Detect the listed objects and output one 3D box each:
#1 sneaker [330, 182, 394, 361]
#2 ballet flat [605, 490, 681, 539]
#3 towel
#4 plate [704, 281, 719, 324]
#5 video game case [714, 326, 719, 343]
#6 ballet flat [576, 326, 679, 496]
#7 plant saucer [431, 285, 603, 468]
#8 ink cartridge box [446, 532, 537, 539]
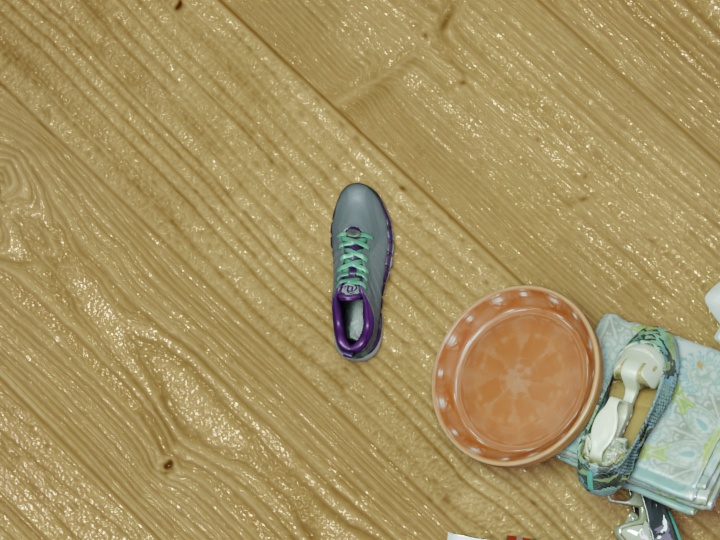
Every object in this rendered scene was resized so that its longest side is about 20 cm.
[{"bbox_3d":[0.000,0.000,1.471,0.073,0.088,0.203,-2,86,5],"label":"sneaker"},{"bbox_3d":[0.303,0.257,1.434,0.072,0.073,0.203,-13,79,5],"label":"ballet flat"},{"bbox_3d":[0.312,0.151,1.404,0.198,0.048,0.172,20,68,32],"label":"towel"},{"bbox_3d":[0.497,0.048,1.387,0.199,0.032,0.200,-37,89,-3],"label":"plate"},{"bbox_3d":[0.485,0.064,1.361,0.199,0.017,0.144,33,87,-1],"label":"video game case"},{"bbox_3d":[0.276,0.134,1.357,0.073,0.074,0.202,22,67,6],"label":"ballet flat"},{"bbox_3d":[0.171,0.116,1.437,0.198,0.032,0.203,-14,62,27],"label":"plant saucer"},{"bbox_3d":[0.187,0.353,1.450,0.197,0.050,0.111,8,88,7],"label":"ink cartridge box"}]
